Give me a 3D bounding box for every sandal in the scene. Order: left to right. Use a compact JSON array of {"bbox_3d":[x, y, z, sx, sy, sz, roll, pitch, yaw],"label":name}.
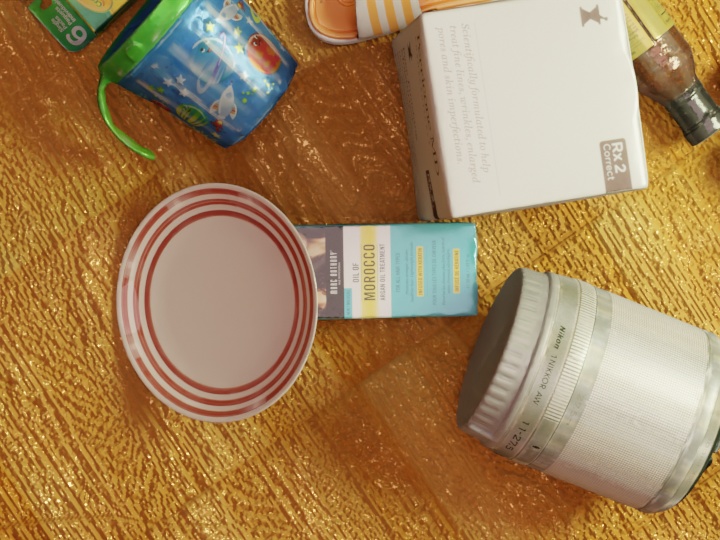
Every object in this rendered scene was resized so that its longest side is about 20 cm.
[{"bbox_3d":[0.051,-0.253,1.501,0.205,0.059,0.080,-15,92,-5],"label":"sandal"}]

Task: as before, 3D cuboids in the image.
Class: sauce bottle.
[{"bbox_3d":[0.245,-0.198,1.517,0.066,0.066,0.201,-36,94,-4],"label":"sauce bottle"}]

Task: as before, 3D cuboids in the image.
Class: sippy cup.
[{"bbox_3d":[-0.129,-0.178,1.458,0.130,0.140,0.178,41,128,-15],"label":"sippy cup"}]

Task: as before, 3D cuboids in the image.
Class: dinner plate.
[{"bbox_3d":[-0.119,0.027,1.473,0.199,0.024,0.202,1,93,27],"label":"dinner plate"}]

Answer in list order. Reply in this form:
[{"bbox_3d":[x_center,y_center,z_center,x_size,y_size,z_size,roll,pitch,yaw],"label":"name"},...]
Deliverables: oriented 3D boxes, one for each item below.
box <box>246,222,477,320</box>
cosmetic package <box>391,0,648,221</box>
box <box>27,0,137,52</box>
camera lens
[{"bbox_3d":[0.000,0.000,1.506,0.198,0.049,0.083,-2,91,-5],"label":"box"},{"bbox_3d":[0.126,-0.133,1.440,0.164,0.200,0.166,-10,91,-5],"label":"cosmetic package"},{"bbox_3d":[-0.211,-0.292,1.484,0.200,0.048,0.117,-44,94,-1],"label":"box"},{"bbox_3d":[0.199,0.101,1.463,0.199,0.160,0.161,22,89,-5],"label":"camera lens"}]
